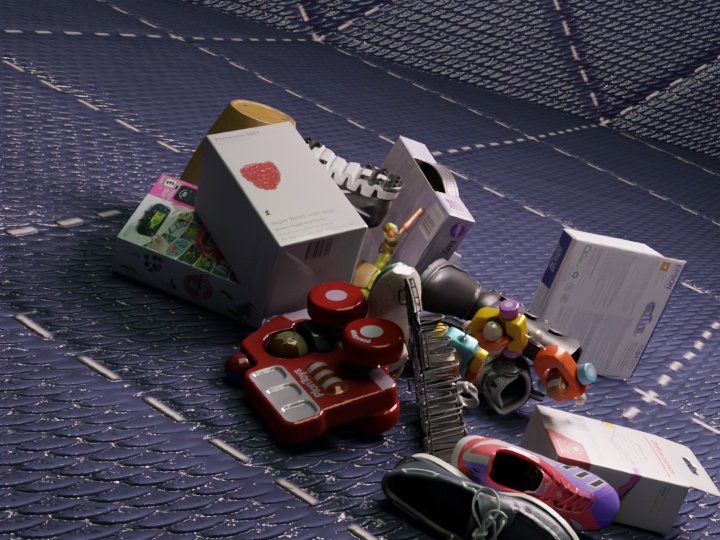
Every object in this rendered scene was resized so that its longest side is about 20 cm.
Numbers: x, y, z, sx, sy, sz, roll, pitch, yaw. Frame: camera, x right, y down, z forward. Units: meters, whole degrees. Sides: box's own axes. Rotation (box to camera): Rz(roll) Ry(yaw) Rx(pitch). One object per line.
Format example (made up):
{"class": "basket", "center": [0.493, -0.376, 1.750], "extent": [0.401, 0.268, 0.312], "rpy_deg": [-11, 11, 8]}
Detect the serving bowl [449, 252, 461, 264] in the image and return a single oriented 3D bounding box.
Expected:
{"class": "serving bowl", "center": [0.051, -0.045, 1.807], "extent": [0.199, 0.066, 0.200], "rpy_deg": [31, 3, -2]}

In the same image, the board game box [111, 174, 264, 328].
{"class": "board game box", "center": [-0.187, -0.027, 1.491], "extent": [0.199, 0.065, 0.148], "rpy_deg": [21, 41, 2]}

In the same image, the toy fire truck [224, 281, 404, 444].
{"class": "toy fire truck", "center": [-0.053, 0.104, 1.295], "extent": [0.167, 0.113, 0.200], "rpy_deg": [-14, 33, -27]}

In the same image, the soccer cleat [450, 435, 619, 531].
{"class": "soccer cleat", "center": [0.188, 0.221, 1.212], "extent": [0.199, 0.069, 0.073], "rpy_deg": [23, -10, -18]}

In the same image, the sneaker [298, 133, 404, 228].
{"class": "sneaker", "center": [-0.048, -0.110, 1.543], "extent": [0.199, 0.091, 0.067], "rpy_deg": [22, 30, 5]}

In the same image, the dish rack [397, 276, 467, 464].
{"class": "dish rack", "center": [0.079, 0.110, 1.274], "extent": [0.054, 0.202, 0.154], "rpy_deg": [-9, 23, -2]}

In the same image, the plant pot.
{"class": "plant pot", "center": [-0.163, -0.122, 1.632], "extent": [0.185, 0.201, 0.187], "rpy_deg": [17, 20, -6]}

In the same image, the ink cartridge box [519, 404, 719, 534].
{"class": "ink cartridge box", "center": [0.288, 0.227, 1.344], "extent": [0.198, 0.068, 0.117], "rpy_deg": [15, 20, -11]}

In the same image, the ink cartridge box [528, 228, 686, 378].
{"class": "ink cartridge box", "center": [0.330, 0.050, 1.668], "extent": [0.199, 0.198, 0.043], "rpy_deg": [10, 23, -28]}

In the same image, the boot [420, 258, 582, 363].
{"class": "boot", "center": [0.167, 0.066, 1.453], "extent": [0.200, 0.066, 0.165], "rpy_deg": [37, 18, 17]}

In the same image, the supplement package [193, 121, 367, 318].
{"class": "supplement package", "center": [-0.100, -0.064, 1.423], "extent": [0.120, 0.120, 0.200], "rpy_deg": [-14, 51, -30]}

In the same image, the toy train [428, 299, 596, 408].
{"class": "toy train", "center": [0.157, 0.115, 1.360], "extent": [0.199, 0.151, 0.056], "rpy_deg": [-17, 23, 41]}

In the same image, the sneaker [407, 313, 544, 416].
{"class": "sneaker", "center": [0.136, 0.116, 1.473], "extent": [0.199, 0.076, 0.114], "rpy_deg": [15, 17, -22]}

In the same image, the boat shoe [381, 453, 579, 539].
{"class": "boat shoe", "center": [0.111, 0.234, 1.136], "extent": [0.199, 0.075, 0.062], "rpy_deg": [28, 19, 25]}

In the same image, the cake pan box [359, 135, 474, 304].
{"class": "cake pan box", "center": [0.056, -0.056, 1.620], "extent": [0.052, 0.201, 0.185], "rpy_deg": [12, 32, -35]}

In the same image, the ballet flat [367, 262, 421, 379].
{"class": "ballet flat", "center": [0.043, 0.065, 1.375], "extent": [0.067, 0.200, 0.063], "rpy_deg": [-20, 63, -16]}

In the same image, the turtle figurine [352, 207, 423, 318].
{"class": "turtle figurine", "center": [0.000, 0.000, 1.567], "extent": [0.161, 0.201, 0.064], "rpy_deg": [15, -17, 43]}
